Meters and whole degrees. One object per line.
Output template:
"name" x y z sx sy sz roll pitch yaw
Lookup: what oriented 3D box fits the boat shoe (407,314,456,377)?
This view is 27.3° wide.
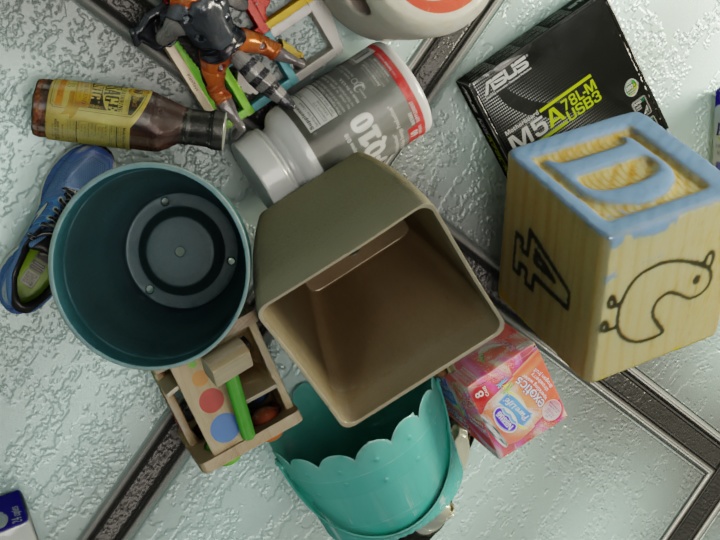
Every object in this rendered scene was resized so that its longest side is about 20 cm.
"boat shoe" 0.048 0.072 1.638 0.067 0.200 0.072 -26 115 -5

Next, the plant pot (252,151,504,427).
"plant pot" 0.000 0.000 1.528 0.199 0.178 0.201 -32 129 3

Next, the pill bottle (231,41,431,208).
"pill bottle" -0.032 -0.149 1.604 0.199 0.114 0.115 -34 111 -9

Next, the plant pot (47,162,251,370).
"plant pot" -0.199 -0.014 1.520 0.197 0.188 0.203 0 97 3

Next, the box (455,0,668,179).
"box" 0.238 -0.192 1.725 0.199 0.047 0.194 -34 115 -9

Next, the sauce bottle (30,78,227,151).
"sauce bottle" -0.237 -0.157 1.530 0.197 0.066 0.067 6 101 -4

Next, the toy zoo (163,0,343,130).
"toy zoo" -0.106 -0.256 1.602 0.199 0.020 0.132 -36 111 -9

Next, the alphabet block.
"alphabet block" 0.283 -0.030 1.661 0.194 0.197 0.202 -17 130 -21

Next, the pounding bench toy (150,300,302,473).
"pounding bench toy" -0.143 0.131 1.583 0.123 0.200 0.157 -27 109 -12

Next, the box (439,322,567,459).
"box" 0.137 0.117 1.678 0.094 0.200 0.103 -30 113 -10

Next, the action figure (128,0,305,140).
"action figure" -0.126 -0.261 1.530 0.200 0.105 0.194 -42 122 -2

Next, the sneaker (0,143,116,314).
"sneaker" -0.310 -0.039 1.545 0.078 0.089 0.202 27 90 -23

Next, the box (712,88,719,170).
"box" 0.534 -0.123 1.806 0.182 0.105 0.202 -5 105 -18

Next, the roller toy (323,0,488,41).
"roller toy" 0.043 -0.339 1.572 0.199 0.139 0.184 25 83 -27

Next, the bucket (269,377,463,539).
"bucket" 0.012 0.200 1.660 0.206 0.207 0.136 -31 115 -10

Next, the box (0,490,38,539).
"box" -0.428 0.364 1.589 0.198 0.105 0.186 -19 108 -15

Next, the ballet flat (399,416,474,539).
"ballet flat" 0.089 0.252 1.765 0.067 0.068 0.202 13 98 -23
